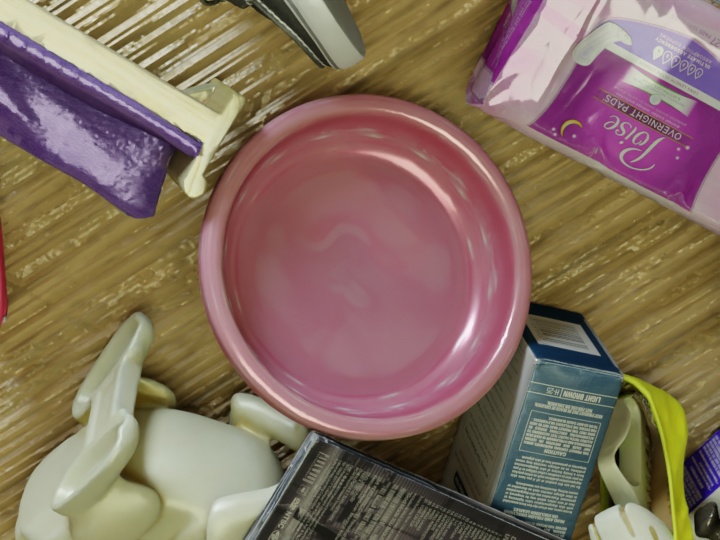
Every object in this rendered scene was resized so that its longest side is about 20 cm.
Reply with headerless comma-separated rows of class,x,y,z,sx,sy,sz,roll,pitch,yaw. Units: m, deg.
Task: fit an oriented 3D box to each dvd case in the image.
dvd case,0.019,0.191,1.368,0.200,0.016,0.149,25,104,-23

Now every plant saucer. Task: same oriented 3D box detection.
plant saucer,0.000,0.000,1.358,0.200,0.051,0.201,3,80,-17

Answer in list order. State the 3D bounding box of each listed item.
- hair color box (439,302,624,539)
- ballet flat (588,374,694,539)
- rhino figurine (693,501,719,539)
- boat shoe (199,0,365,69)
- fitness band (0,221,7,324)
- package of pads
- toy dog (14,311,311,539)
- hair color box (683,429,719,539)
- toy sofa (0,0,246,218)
hair color box,0.093,0.129,1.427,0.060,0.100,0.201,12,109,-14
ballet flat,0.163,0.145,1.395,0.067,0.200,0.067,-22,133,27
rhino figurine,0.243,0.177,1.418,0.087,0.060,0.200,39,100,-21
boat shoe,-0.077,-0.184,1.310,0.066,0.070,0.200,-34,110,15
fitness band,-0.282,-0.013,1.368,0.143,0.037,0.201,-4,110,-2
package of pads,0.172,-0.107,1.361,0.200,0.076,0.121,26,104,-15
toy dog,-0.093,0.157,1.399,0.200,0.140,0.194,30,111,-17
hair color box,0.268,0.144,1.474,0.200,0.065,0.109,-43,110,11
toy sofa,-0.172,-0.106,1.309,0.200,0.083,0.098,30,92,-16
